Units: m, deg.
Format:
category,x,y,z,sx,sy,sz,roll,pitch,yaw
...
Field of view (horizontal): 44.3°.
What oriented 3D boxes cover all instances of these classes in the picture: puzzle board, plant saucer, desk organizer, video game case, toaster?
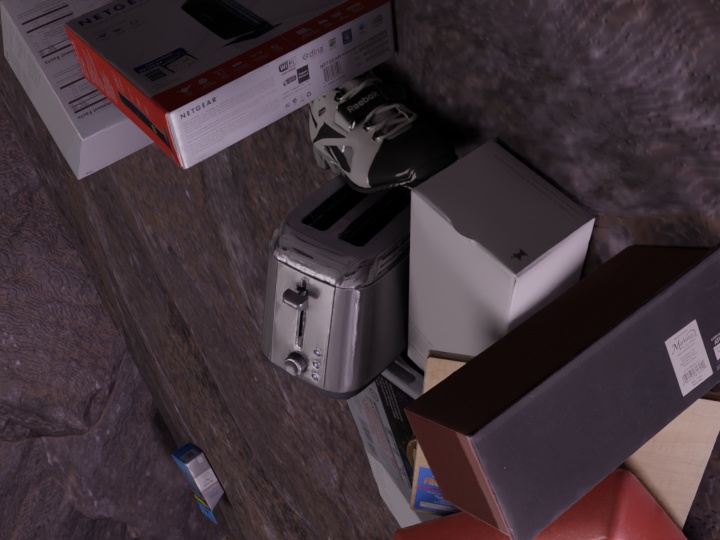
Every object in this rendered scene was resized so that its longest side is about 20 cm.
category,x,y,z,sx,sy,sz,roll,pitch,yaw
puzzle board,0.137,0.129,0.622,0.196,0.018,0.153,8,125,7
plant saucer,0.154,0.241,0.660,0.198,0.037,0.200,-25,122,32
desk organizer,0.129,0.062,0.515,0.077,0.198,0.073,7,126,64
video game case,0.044,0.149,0.826,0.181,0.023,0.202,33,150,44
toaster,0.000,0.000,0.747,0.112,0.200,0.131,25,132,24

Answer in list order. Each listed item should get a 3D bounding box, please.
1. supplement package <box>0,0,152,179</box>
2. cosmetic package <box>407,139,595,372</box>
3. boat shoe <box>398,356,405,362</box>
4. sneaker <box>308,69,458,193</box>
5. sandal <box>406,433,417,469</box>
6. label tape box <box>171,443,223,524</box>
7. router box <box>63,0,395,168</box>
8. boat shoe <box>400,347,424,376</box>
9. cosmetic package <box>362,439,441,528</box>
category,x,y,z,sx,sy,sz,roll,pitch,yaw
supplement package,-0.355,-0.261,1.167,0.202,0.149,0.152,58,156,1
cosmetic package,0.097,0.019,0.671,0.108,0.084,0.202,44,152,30
boat shoe,0.047,0.137,0.944,0.200,0.070,0.064,41,162,39
sneaker,0.003,-0.120,0.706,0.199,0.073,0.090,27,138,57
sandal,0.134,0.135,0.670,0.054,0.196,0.081,-78,-23,-57
label tape box,-0.447,0.600,2.503,0.144,0.063,0.203,2,120,63
router box,-0.103,-0.180,0.690,0.179,0.198,0.049,39,152,37
boat shoe,0.109,0.116,0.778,0.200,0.071,0.073,45,154,30
cosmetic package,0.086,0.254,0.936,0.200,0.080,0.114,48,160,46
